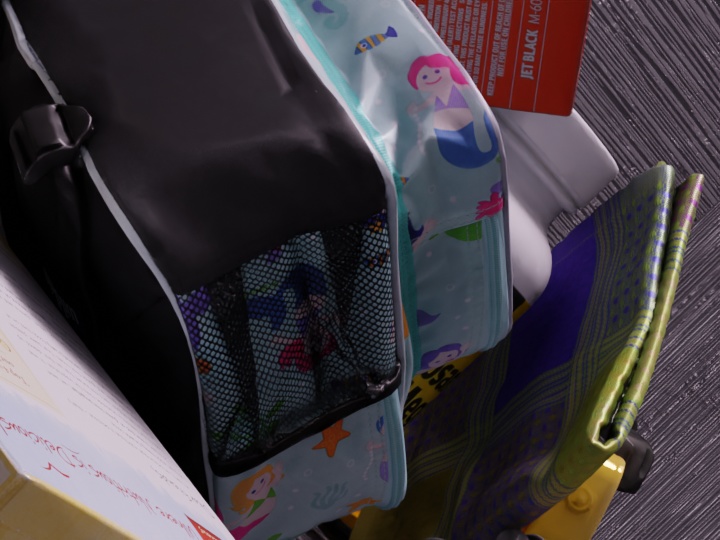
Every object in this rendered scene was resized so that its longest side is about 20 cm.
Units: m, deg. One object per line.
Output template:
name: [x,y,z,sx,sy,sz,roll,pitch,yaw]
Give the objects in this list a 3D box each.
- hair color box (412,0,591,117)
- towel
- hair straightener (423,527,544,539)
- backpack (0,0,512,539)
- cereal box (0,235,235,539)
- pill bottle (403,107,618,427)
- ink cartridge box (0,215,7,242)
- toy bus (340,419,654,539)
hair color box: [-0.016,-0.117,0.815,0.199,0.064,0.111,9,32,3]
towel: [0.057,0.050,0.887,0.023,0.144,0.200,31,-34,-15]
hair straightener: [0.044,0.148,0.878,0.200,0.077,0.041,70,8,-63]
backpack: [-0.040,-0.011,0.711,0.201,0.150,0.178,90,-25,-44]
cereal box: [-0.105,0.019,0.563,0.200,0.040,0.144,49,3,34]
pill bottle: [0.000,0.000,0.872,0.112,0.200,0.112,46,2,-2]
ink cartridge box: [-0.166,-0.077,0.791,0.115,0.068,0.200,50,3,38]
toy bus: [0.024,0.081,1.054,0.192,0.136,0.200,33,5,-3]
